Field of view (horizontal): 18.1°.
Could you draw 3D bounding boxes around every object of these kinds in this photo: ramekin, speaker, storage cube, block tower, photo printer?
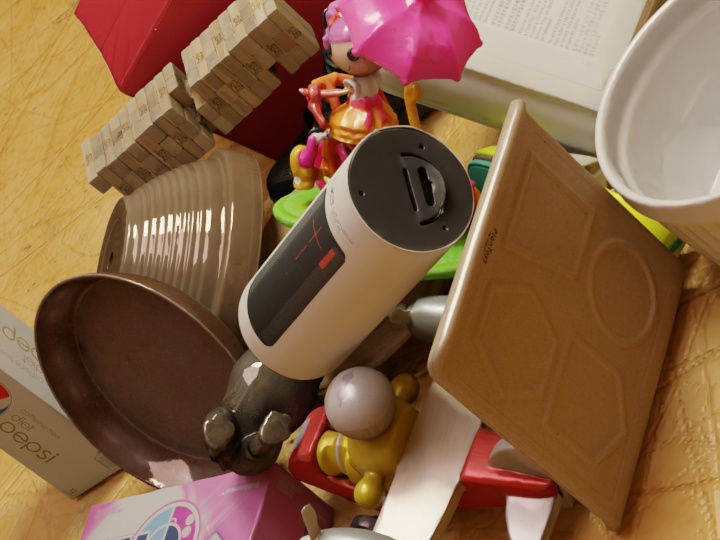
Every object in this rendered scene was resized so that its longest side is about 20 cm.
[{"bbox_3d":[0.252,-0.092,1.375,0.199,0.105,0.201,-30,38,27],"label":"ramekin"},{"bbox_3d":[-0.005,-0.007,1.346,0.200,0.081,0.082,-48,20,58],"label":"speaker"},{"bbox_3d":[-0.100,-0.219,1.822,0.180,0.199,0.171,-58,32,14],"label":"storage cube"},{"bbox_3d":[-0.123,-0.131,1.722,0.200,0.058,0.054,-40,35,15],"label":"block tower"},{"bbox_3d":[0.099,-0.179,1.571,0.199,0.070,0.167,18,60,9],"label":"photo printer"}]

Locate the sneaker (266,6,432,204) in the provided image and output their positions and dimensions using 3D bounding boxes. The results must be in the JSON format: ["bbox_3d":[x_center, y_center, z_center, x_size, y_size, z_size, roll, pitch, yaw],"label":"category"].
[{"bbox_3d":[-0.017,-0.138,1.732,0.199,0.114,0.076,-40,32,19],"label":"sneaker"}]

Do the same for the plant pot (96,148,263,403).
[{"bbox_3d":[-0.143,0.004,1.678,0.201,0.092,0.203,-170,90,-74],"label":"plant pot"}]

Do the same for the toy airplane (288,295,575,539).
[{"bbox_3d":[0.038,0.109,1.394,0.199,0.141,0.200,-40,34,14],"label":"toy airplane"}]

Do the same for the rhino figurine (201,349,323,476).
[{"bbox_3d":[-0.042,0.052,1.502,0.201,0.060,0.088,-57,-2,-21],"label":"rhino figurine"}]

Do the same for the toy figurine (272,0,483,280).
[{"bbox_3d":[0.016,-0.111,1.479,0.149,0.186,0.199,-16,24,-36],"label":"toy figurine"}]

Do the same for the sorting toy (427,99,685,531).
[{"bbox_3d":[0.115,0.028,1.329,0.036,0.200,0.186,-9,51,40],"label":"sorting toy"}]

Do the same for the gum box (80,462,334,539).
[{"bbox_3d":[-0.122,0.212,1.549,0.199,0.066,0.114,-17,44,40],"label":"gum box"}]

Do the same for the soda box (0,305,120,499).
[{"bbox_3d":[-0.264,0.088,1.717,0.063,0.200,0.068,-32,37,22],"label":"soda box"}]

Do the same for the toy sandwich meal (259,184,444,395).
[{"bbox_3d":[0.000,0.000,1.622,0.204,0.070,0.207,-21,53,30],"label":"toy sandwich meal"}]

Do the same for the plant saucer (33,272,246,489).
[{"bbox_3d":[-0.143,0.077,1.606,0.199,0.201,0.035,-13,27,42],"label":"plant saucer"}]

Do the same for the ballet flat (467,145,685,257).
[{"bbox_3d":[0.147,-0.043,1.500,0.067,0.067,0.200,-33,33,-13],"label":"ballet flat"}]
